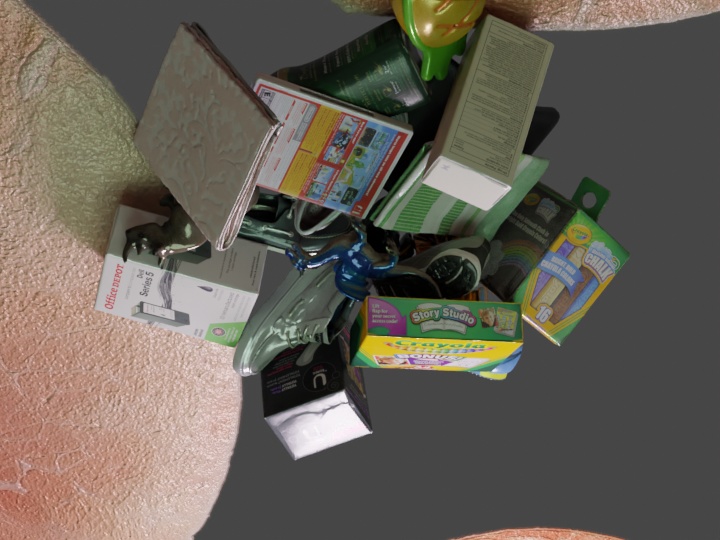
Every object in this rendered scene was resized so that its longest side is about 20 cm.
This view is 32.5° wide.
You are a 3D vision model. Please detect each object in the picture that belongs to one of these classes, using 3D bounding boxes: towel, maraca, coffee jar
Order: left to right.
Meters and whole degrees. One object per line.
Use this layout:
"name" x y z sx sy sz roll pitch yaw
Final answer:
"towel" -0.181 -0.157 1.443 0.032 0.200 0.192 -11 142 -44
"coffee jar" -0.022 -0.214 1.475 0.198 0.086 0.105 -21 130 12
"maraca" 0.091 -0.305 1.392 0.106 0.137 0.201 25 151 29
"towel" 0.126 -0.097 1.551 0.199 0.024 0.153 7 133 -38

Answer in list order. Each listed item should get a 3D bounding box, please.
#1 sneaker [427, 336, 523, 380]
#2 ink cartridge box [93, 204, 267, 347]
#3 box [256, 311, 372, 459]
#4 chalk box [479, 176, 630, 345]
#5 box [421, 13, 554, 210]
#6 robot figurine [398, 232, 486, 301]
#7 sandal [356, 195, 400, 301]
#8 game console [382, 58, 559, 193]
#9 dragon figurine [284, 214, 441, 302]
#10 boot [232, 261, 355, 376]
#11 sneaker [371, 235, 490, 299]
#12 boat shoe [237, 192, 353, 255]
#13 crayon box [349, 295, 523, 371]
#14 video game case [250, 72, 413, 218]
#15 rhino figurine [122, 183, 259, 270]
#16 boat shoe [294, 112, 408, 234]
"sneaker" 0.135 0.097 1.726 0.198 0.066 0.079 11 124 -22
"ink cartridge box" -0.236 0.009 1.606 0.198 0.085 0.146 15 145 -10
"box" -0.066 0.140 1.715 0.121 0.201 0.106 -20 132 11
"chalk box" 0.260 -0.029 1.643 0.124 0.124 0.200 37 94 -34
"box" 0.148 -0.183 1.436 0.094 0.201 0.078 24 157 -7
"robot figurine" 0.118 0.018 1.728 0.143 0.059 0.201 -9 134 -2
"sandal" 0.024 -0.024 1.658 0.075 0.048 0.201 -39 157 -33
"game console" 0.125 -0.168 1.588 0.175 0.117 0.200 -6 143 -47
"dragon figurine" 0.000 0.000 1.563 0.199 0.059 0.100 31 106 -17
"boot" -0.082 0.075 1.653 0.201 0.095 0.074 -55 155 -1
"sneaker" 0.095 0.006 1.625 0.199 0.079 0.074 -19 110 46
"boat shoe" -0.101 -0.067 1.608 0.198 0.073 0.062 5 136 -6
"crayon box" 0.093 0.085 1.599 0.198 0.059 0.173 3 164 -7
"video game case" -0.056 -0.144 1.463 0.198 0.018 0.143 17 128 -19
"rhino figurine" -0.212 -0.070 1.528 0.199 0.088 0.060 -37 162 -16
"boat shoe" -0.013 -0.128 1.543 0.074 0.065 0.202 40 105 -8
